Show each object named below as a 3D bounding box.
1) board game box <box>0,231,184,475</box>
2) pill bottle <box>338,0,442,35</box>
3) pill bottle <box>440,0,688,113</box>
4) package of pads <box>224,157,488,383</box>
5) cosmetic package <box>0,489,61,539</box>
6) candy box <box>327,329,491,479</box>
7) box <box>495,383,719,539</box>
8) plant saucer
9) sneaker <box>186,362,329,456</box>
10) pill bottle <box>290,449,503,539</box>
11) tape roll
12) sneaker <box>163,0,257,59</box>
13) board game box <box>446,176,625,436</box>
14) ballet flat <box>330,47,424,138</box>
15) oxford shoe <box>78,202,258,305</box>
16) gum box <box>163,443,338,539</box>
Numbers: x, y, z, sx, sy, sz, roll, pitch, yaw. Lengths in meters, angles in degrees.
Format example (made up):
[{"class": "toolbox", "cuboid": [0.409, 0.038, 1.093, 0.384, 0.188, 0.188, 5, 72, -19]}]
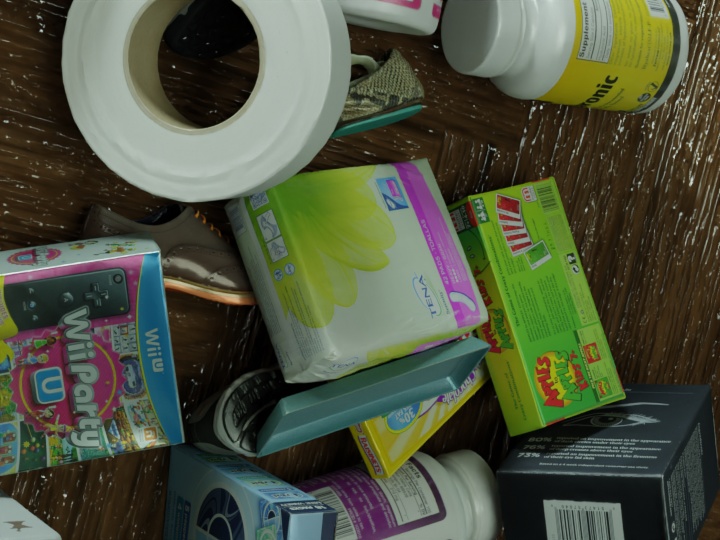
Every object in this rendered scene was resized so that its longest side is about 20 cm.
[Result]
[{"class": "board game box", "cuboid": [-0.235, 0.062, 1.203, 0.198, 0.064, 0.149, -9, 106, -13]}, {"class": "pill bottle", "cuboid": [0.023, -0.292, 1.307, 0.113, 0.113, 0.202, 9, 94, -34]}, {"class": "pill bottle", "cuboid": [0.171, -0.196, 1.422, 0.199, 0.111, 0.112, 4, 97, -33]}, {"class": "package of pads", "cuboid": [0.000, 0.000, 1.315, 0.199, 0.068, 0.156, -10, 76, -46]}, {"class": "cosmetic package", "cuboid": [-0.318, 0.259, 1.159, 0.166, 0.166, 0.202, 2, 99, -33]}, {"class": "candy box", "cuboid": [0.053, 0.077, 1.407, 0.200, 0.026, 0.103, -40, 115, -42]}, {"class": "box", "cuboid": [0.218, 0.180, 1.453, 0.200, 0.147, 0.105, -38, 123, -60]}, {"class": "plant saucer", "cuboid": [0.009, 0.095, 1.302, 0.199, 0.070, 0.019, -17, 64, -34]}, {"class": "sneaker", "cuboid": [-0.058, 0.101, 1.361, 0.199, 0.079, 0.075, -14, 88, -46]}, {"class": "pill bottle", "cuboid": [0.017, 0.214, 1.400, 0.199, 0.112, 0.113, -13, 106, -30]}, {"class": "tape roll", "cuboid": [-0.109, -0.151, 1.204, 0.201, 0.071, 0.204, 1, 95, 13]}, {"class": "sneaker", "cuboid": [-0.083, -0.251, 1.278, 0.200, 0.083, 0.072, -48, 142, 12]}, {"class": "board game box", "cuboid": [0.146, 0.029, 1.438, 0.101, 0.048, 0.202, -14, 84, -36]}, {"class": "ballet flat", "cuboid": [-0.038, -0.126, 1.336, 0.199, 0.068, 0.076, -28, 92, -30]}, {"class": "oxford shoe", "cuboid": [-0.121, -0.013, 1.294, 0.199, 0.071, 0.074, 4, 93, -33]}, {"class": "gum box", "cuboid": [-0.091, 0.238, 1.281, 0.044, 0.199, 0.172, 1, 99, -33]}]
